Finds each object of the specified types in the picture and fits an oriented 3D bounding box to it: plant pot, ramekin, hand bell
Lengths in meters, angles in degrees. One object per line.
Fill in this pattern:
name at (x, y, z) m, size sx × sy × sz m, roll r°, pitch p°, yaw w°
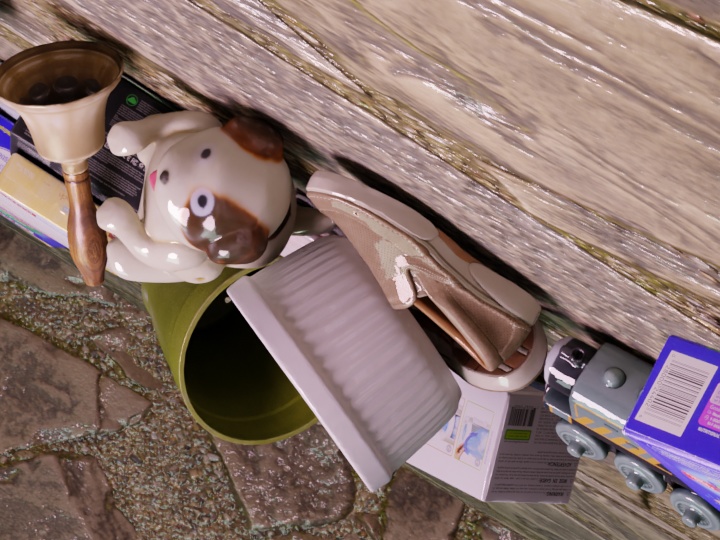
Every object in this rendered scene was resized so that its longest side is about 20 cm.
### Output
plant pot at (-0.127, 0.041, 2.072) m, size 0.200 × 0.200 × 0.193 m, roll 38°, pitch -179°, yaw -38°
ramekin at (-0.007, 0.065, 1.638) m, size 0.200 × 0.105 × 0.200 m, roll 54°, pitch 176°, yaw 6°
hand bell at (-0.227, -0.072, 1.659) m, size 0.104 × 0.104 × 0.200 m, roll 26°, pitch 135°, yaw 38°

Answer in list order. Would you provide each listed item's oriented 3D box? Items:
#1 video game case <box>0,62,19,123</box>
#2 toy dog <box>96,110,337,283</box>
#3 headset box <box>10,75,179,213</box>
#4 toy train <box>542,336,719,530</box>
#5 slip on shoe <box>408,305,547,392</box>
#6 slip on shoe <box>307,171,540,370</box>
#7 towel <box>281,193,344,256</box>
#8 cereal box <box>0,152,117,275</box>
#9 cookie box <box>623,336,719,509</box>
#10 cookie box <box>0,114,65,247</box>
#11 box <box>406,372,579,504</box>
video game case at (-0.270, -0.123, 2.053) m, size 0.181 × 0.045 × 0.200 m, roll 25°, pitch 169°, yaw 39°
toy dog at (-0.111, -0.050, 1.599) m, size 0.194 × 0.140 × 0.200 m, roll 21°, pitch 173°, yaw -5°
headset box at (-0.209, -0.100, 1.797) m, size 0.174 × 0.093 × 0.200 m, roll 33°, pitch 172°, yaw -6°
toy train at (0.224, 0.117, 1.553) m, size 0.200 × 0.085 × 0.114 m, roll 30°, pitch 160°, yaw 24°
slip on shoe at (0.100, 0.062, 1.651) m, size 0.061 × 0.076 × 0.200 m, roll 51°, pitch 168°, yaw -24°
slip on shoe at (0.039, 0.000, 1.530) m, size 0.200 × 0.061 × 0.076 m, roll 35°, pitch 172°, yaw -17°
towel at (0.000, 0.000, 1.832) m, size 0.200 × 0.032 × 0.191 m, roll 32°, pitch 171°, yaw -6°
cereal box at (-0.259, -0.046, 1.836) m, size 0.144 × 0.040 × 0.200 m, roll 33°, pitch 173°, yaw -10°
cookie box at (0.290, 0.135, 1.307) m, size 0.171 × 0.075 × 0.200 m, roll 20°, pitch 166°, yaw 45°
cookie box at (-0.351, -0.096, 2.095) m, size 0.171 × 0.075 × 0.200 m, roll 34°, pitch 173°, yaw -14°
box at (0.098, 0.132, 1.886) m, size 0.112 × 0.101 × 0.200 m, roll 7°, pitch -170°, yaw -40°
